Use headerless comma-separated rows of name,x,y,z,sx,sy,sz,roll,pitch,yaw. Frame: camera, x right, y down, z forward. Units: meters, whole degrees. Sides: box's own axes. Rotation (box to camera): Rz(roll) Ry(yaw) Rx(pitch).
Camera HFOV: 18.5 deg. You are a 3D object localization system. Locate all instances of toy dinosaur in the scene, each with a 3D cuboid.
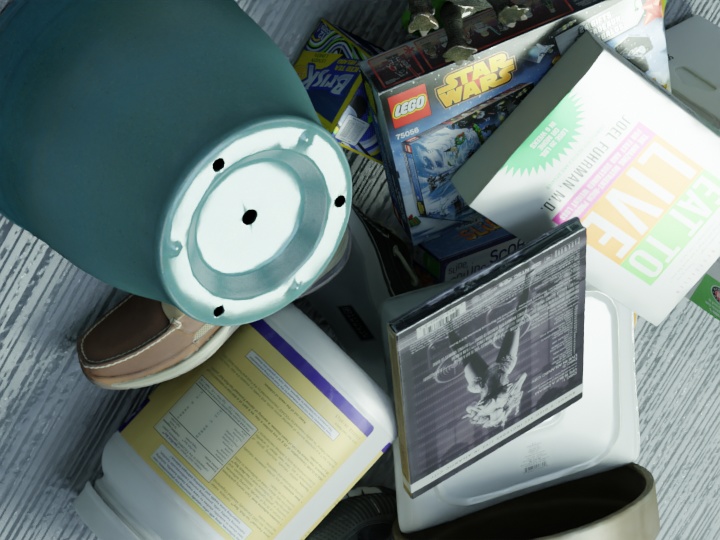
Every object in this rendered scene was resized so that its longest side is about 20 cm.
toy dinosaur,0.048,-0.195,1.358,0.199,0.103,0.077,15,139,-26

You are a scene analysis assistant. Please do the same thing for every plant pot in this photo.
plant pot,0.137,0.252,1.649,0.199,0.200,0.175,-19,103,-29
plant pot,-0.109,-0.068,1.321,0.199,0.188,0.201,-20,128,-27

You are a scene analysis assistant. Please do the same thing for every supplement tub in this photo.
supplement tub,-0.084,0.126,1.499,0.200,0.145,0.145,-46,136,-4

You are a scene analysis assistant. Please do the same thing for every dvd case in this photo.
dvd case,0.087,0.061,1.475,0.148,0.016,0.201,-29,146,-16

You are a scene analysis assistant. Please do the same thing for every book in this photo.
book,0.172,-0.060,1.465,0.199,0.048,0.134,29,110,-38

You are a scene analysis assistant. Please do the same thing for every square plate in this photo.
square plate,0.115,0.086,1.579,0.199,0.028,0.199,-15,120,-17

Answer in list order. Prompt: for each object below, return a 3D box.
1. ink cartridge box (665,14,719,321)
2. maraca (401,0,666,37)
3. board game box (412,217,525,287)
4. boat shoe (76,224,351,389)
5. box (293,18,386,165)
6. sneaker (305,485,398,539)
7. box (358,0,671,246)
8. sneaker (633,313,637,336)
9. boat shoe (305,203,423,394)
ink cartridge box,0.274,-0.070,1.660,0.084,0.146,0.201,-28,132,-21
maraca,0.122,-0.177,1.497,0.199,0.107,0.138,3,130,-31
board game box,0.127,0.011,1.673,0.199,0.034,0.136,-19,128,-30
boat shoe,-0.103,0.003,1.442,0.199,0.076,0.072,-33,137,-5
box,0.040,-0.100,1.506,0.199,0.070,0.065,22,103,-45
sneaker,-0.035,0.227,1.643,0.199,0.090,0.067,-20,129,-28
box,0.106,-0.112,1.441,0.199,0.040,0.137,-22,135,-8
sneaker,0.129,0.064,1.632,0.200,0.078,0.077,-49,124,-7
boat shoe,0.000,0.000,1.550,0.201,0.070,0.064,62,41,-36
